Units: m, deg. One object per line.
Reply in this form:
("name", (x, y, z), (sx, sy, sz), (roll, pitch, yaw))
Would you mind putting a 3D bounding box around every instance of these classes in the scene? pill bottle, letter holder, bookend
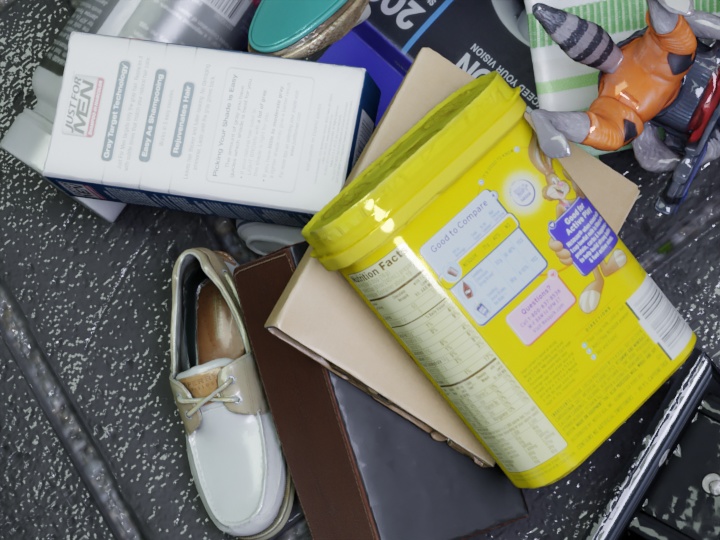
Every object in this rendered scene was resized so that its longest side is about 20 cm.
("pill bottle", (-0.156, -0.142, 1.700), (0.114, 0.114, 0.200), (32, 86, 30))
("letter holder", (0.007, 0.075, 1.529), (0.100, 0.142, 0.200), (-17, 89, -21))
("bookend", (0.236, 0.184, 1.413), (0.200, 0.092, 0.199), (29, 83, 29))

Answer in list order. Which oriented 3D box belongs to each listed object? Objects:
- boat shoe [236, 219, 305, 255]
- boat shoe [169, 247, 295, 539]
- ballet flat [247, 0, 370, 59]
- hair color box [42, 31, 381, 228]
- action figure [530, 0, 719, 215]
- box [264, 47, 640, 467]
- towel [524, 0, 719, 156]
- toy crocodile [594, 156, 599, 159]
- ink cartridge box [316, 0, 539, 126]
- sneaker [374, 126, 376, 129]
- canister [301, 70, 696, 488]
("boat shoe", (0.000, 0.000, 1.600), (0.200, 0.074, 0.065), (12, 72, 28))
("boat shoe", (-0.094, 0.080, 1.613), (0.075, 0.068, 0.200), (-20, 64, 16))
("ballet flat", (-0.002, -0.203, 1.631), (0.070, 0.065, 0.200), (25, 72, 33))
("hair color box", (-0.095, -0.089, 1.578), (0.200, 0.061, 0.100), (9, 81, 12))
("action figure", (0.182, -0.139, 1.439), (0.105, 0.193, 0.200), (31, 101, 19))
("box", (0.057, -0.008, 1.469), (0.163, 0.021, 0.200), (33, 75, -13))
("towel", (0.170, -0.179, 1.529), (0.152, 0.023, 0.200), (-12, 98, -17))
("toy crocodile", (0.128, -0.009, 1.547), (0.062, 0.068, 0.200), (5, 78, 25))
("ink cartridge box", (0.081, -0.156, 1.642), (0.200, 0.043, 0.198), (-48, 60, 2))
("sneaker", (-0.045, -0.087, 1.638), (0.199, 0.071, 0.083), (7, 87, 9))
("canister", (0.084, 0.008, 1.419), (0.149, 0.087, 0.200), (-42, 100, -18))
